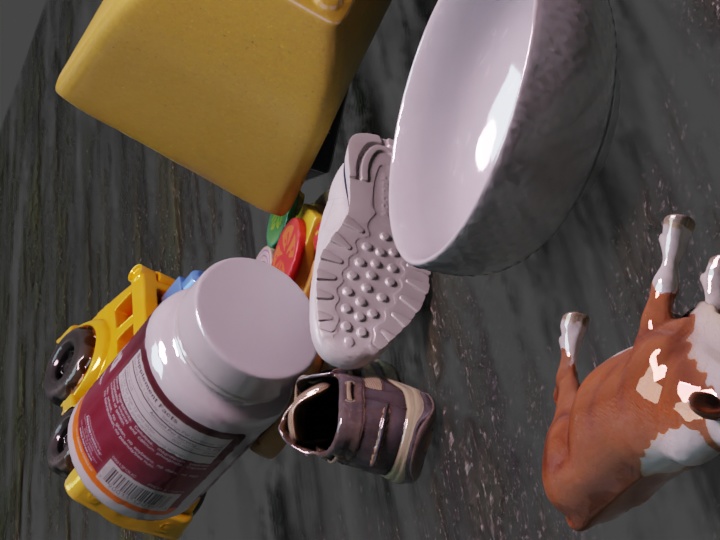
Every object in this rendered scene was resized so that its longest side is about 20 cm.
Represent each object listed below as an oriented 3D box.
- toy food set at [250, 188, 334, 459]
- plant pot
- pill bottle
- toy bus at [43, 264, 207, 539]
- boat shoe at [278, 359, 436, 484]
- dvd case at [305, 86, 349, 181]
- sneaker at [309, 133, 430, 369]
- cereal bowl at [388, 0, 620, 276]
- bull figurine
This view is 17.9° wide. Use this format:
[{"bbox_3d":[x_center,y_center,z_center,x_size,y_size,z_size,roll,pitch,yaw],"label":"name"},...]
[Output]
[{"bbox_3d":[-0.048,0.033,1.691,0.198,0.048,0.201,-133,59,-70],"label":"toy food set"},{"bbox_3d":[-0.073,-0.196,1.630,0.195,0.195,0.200,-65,9,-30],"label":"plant pot"},{"bbox_3d":[-0.116,0.082,1.594,0.200,0.114,0.115,-46,32,44],"label":"pill bottle"},{"bbox_3d":[-0.157,0.091,1.889,0.192,0.135,0.200,-46,32,28],"label":"toy bus"},{"bbox_3d":[-0.013,0.090,1.489,0.200,0.073,0.075,-177,102,-72],"label":"boat shoe"},{"bbox_3d":[-0.048,-0.142,1.881,0.200,0.025,0.151,168,116,-70],"label":"dvd case"},{"bbox_3d":[0.000,0.000,1.533,0.200,0.076,0.081,-77,15,-46],"label":"sneaker"},{"bbox_3d":[0.091,-0.089,1.298,0.200,0.083,0.201,-165,90,-74],"label":"cereal bowl"},{"bbox_3d":[0.140,0.053,1.058,0.200,0.065,0.122,137,148,-56],"label":"bull figurine"}]
